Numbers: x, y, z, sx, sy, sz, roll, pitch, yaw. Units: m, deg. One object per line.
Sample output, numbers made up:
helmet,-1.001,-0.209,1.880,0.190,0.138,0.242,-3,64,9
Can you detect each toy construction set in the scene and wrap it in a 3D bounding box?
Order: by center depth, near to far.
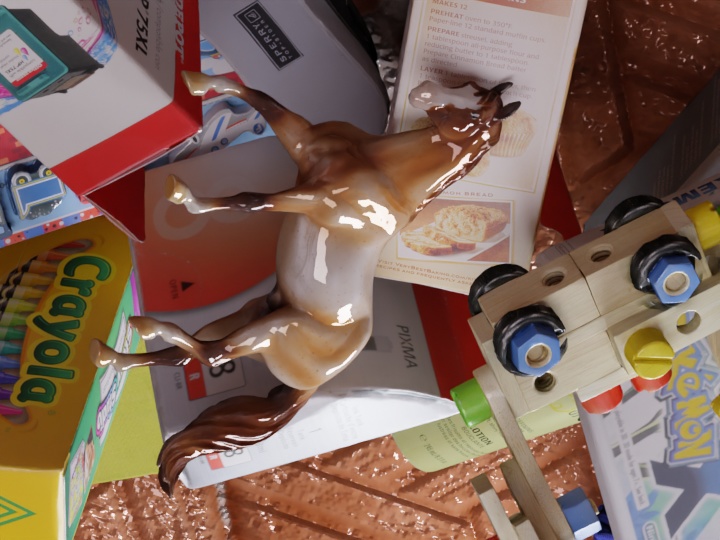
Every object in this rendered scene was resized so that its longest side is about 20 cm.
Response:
toy construction set,0.114,0.045,1.130,0.200,0.092,0.131,-35,124,-14

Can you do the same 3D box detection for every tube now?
tube,0.103,0.040,1.260,0.199,0.058,0.052,-21,81,29

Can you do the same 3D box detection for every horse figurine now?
horse figurine,-0.030,-0.002,1.133,0.132,0.050,0.201,6,118,-28

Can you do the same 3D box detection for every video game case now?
video game case,0.182,0.042,1.214,0.182,0.022,0.201,-23,122,-8

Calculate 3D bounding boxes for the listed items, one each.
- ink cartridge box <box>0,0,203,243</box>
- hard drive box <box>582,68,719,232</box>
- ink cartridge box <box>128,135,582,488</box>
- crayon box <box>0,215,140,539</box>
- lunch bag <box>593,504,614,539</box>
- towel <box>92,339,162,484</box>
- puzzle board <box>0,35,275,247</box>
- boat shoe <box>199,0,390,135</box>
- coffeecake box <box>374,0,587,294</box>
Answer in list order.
ink cartridge box,-0.124,-0.116,1.119,0.067,0.117,0.200,-26,133,22
hard drive box,0.217,-0.027,1.269,0.155,0.077,0.200,31,125,-12
ink cartridge box,0.000,0.000,1.242,0.199,0.163,0.050,-18,137,5
crayon box,-0.200,0.044,1.310,0.172,0.200,0.058,3,126,7
lunch bag,0.211,0.181,1.425,0.199,0.094,0.151,0,127,24
towel,-0.103,0.063,1.424,0.199,0.018,0.086,-10,117,17
puzzle board,-0.129,-0.090,1.266,0.199,0.017,0.151,-19,124,-9
boat shoe,-0.050,-0.134,1.226,0.068,0.057,0.200,-23,124,15
coffeecake box,0.057,-0.115,1.183,0.073,0.154,0.201,10,127,1
